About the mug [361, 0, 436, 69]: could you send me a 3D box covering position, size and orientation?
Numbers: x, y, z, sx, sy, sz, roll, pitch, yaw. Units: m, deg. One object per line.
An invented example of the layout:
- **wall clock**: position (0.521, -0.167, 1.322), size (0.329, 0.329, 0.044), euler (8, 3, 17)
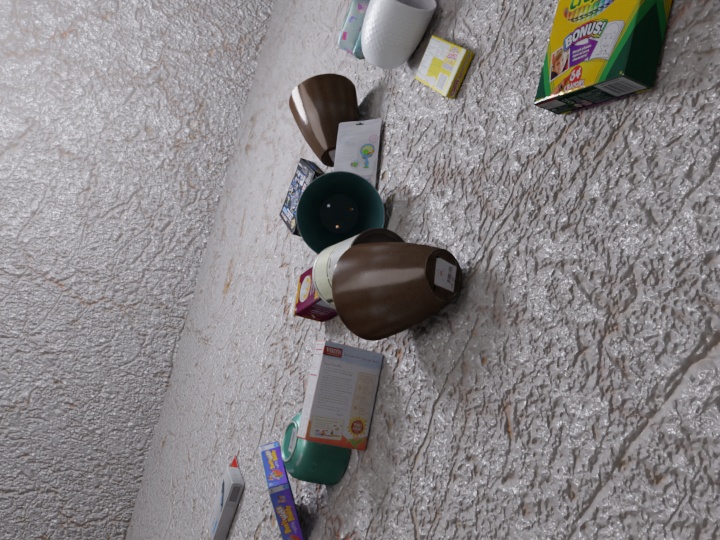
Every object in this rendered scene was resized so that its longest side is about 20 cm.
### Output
- **mug**: position (0.087, -0.587, 1.783), size (0.200, 0.147, 0.176), euler (-56, -6, -50)

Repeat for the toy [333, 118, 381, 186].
- **toy**: position (-0.005, -0.278, 1.861), size (0.047, 0.115, 0.201), euler (55, -142, -58)

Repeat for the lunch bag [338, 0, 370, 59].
- **lunch bag**: position (0.024, -0.618, 1.907), size (0.200, 0.077, 0.161), euler (-33, -32, -62)

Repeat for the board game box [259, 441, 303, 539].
- **board game box**: position (-0.173, 0.501, 1.659), size (0.135, 0.045, 0.201), euler (-118, 16, -60)

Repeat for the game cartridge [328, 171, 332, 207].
- **game cartridge**: position (-0.083, -0.164, 2.025), size (0.133, 0.041, 0.201), euler (-131, 59, -69)

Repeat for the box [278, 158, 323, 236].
- **box**: position (-0.176, -0.223, 2.266), size (0.199, 0.050, 0.200), euler (-70, 23, 14)

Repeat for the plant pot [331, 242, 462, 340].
- **plant pot**: position (0.082, 0.024, 1.357), size (0.200, 0.187, 0.188), euler (-15, 61, 48)

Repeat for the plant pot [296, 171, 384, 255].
- **plant pot**: position (-0.049, -0.129, 1.739), size (0.135, 0.199, 0.201), euler (-121, 48, -83)

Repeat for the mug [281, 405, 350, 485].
- **mug**: position (-0.105, 0.366, 1.620), size (0.152, 0.114, 0.185), euler (-60, 26, 31)

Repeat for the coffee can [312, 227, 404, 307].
- **coffee can**: position (0.000, 0.000, 1.569), size (0.200, 0.146, 0.147), euler (-17, 60, 64)

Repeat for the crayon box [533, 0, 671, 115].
- **crayon box**: position (0.346, -0.331, 1.077), size (0.200, 0.058, 0.173), euler (1, 77, 67)

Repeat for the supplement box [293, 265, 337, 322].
- **supplement box**: position (-0.083, 0.046, 1.818), size (0.200, 0.085, 0.111), euler (-32, 47, 59)

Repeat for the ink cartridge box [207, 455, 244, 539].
- **ink cartridge box**: position (-0.409, 0.677, 2.236), size (0.201, 0.045, 0.176), euler (-70, 24, 10)

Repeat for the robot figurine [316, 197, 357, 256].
- **robot figurine**: position (-0.053, -0.098, 1.878), size (0.201, 0.058, 0.145), euler (-68, 23, 15)

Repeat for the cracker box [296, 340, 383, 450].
- **cracker box**: position (-0.040, 0.252, 1.517), size (0.058, 0.134, 0.201), euler (-11, 65, 66)

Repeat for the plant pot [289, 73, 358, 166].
- **plant pot**: position (-0.080, -0.383, 1.987), size (0.187, 0.186, 0.201), euler (-49, 47, 46)

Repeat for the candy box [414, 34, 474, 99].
- **candy box**: position (0.175, -0.437, 1.598), size (0.102, 0.026, 0.200), euler (-65, 24, 17)
